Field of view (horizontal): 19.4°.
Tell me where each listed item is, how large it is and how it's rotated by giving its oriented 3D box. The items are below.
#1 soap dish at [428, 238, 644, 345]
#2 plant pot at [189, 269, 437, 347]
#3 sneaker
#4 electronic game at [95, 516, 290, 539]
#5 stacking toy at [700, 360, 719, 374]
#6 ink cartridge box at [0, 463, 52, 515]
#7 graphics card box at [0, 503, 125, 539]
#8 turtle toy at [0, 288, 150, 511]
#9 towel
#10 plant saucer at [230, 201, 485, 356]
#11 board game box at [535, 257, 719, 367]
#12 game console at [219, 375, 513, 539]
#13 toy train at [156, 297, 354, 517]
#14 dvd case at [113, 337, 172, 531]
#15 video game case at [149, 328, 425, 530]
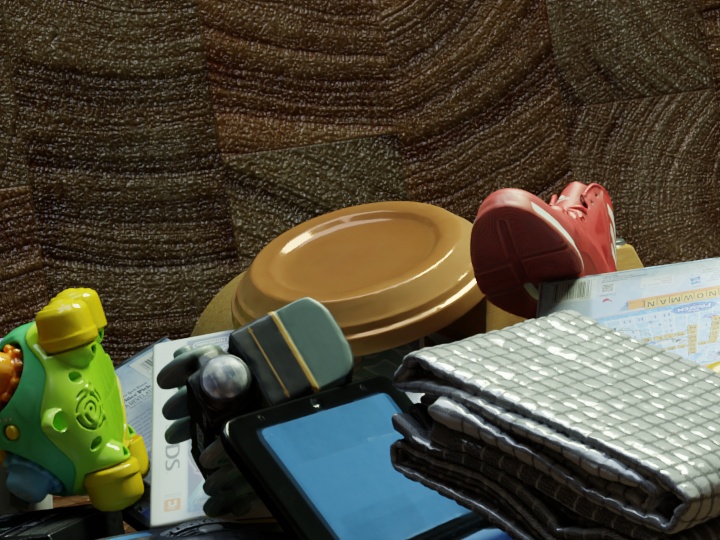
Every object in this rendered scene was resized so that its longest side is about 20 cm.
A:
[{"bbox_3d":[0.118,0.015,1.641,0.157,0.081,0.200,-10,12,-23],"label":"soap dish"},{"bbox_3d":[-0.006,0.097,1.596,0.186,0.187,0.200,-10,14,-36],"label":"plant pot"},{"bbox_3d":[0.129,-0.027,1.485,0.078,0.116,0.200,-12,-35,18],"label":"sneaker"},{"bbox_3d":[-0.096,0.173,1.291,0.200,0.042,0.200,-5,0,0],"label":"electronic game"},{"bbox_3d":[0.226,0.086,1.229,0.200,0.086,0.085,0,7,37],"label":"stacking toy"},{"bbox_3d":[-0.307,0.160,1.536,0.116,0.067,0.200,-6,-16,7],"label":"ink cartridge box"},{"bbox_3d":[-0.269,0.197,1.404,0.200,0.051,0.125,-9,1,15],"label":"graphics card box"},{"bbox_3d":[-0.211,0.092,1.445,0.101,0.146,0.200,-17,6,-2],"label":"turtle toy"},{"bbox_3d":[0.131,0.102,1.157,0.200,0.086,0.165,23,23,35],"label":"towel"},{"bbox_3d":[0.000,0.000,1.536,0.200,0.038,0.200,-12,26,6],"label":"plant saucer"},{"bbox_3d":[0.205,0.074,1.340,0.200,0.041,0.200,-8,40,19],"label":"board game box"},{"bbox_3d":[0.049,0.120,1.194,0.176,0.117,0.200,-8,2,31],"label":"game console"},{"bbox_3d":[-0.063,0.089,1.341,0.114,0.085,0.200,-26,-19,-13],"label":"toy train"},{"bbox_3d":[-0.137,0.125,1.523,0.143,0.018,0.200,-33,42,-29],"label":"dvd case"},{"bbox_3d":[-0.049,0.101,1.475,0.200,0.023,0.182,-11,42,5],"label":"video game case"}]
